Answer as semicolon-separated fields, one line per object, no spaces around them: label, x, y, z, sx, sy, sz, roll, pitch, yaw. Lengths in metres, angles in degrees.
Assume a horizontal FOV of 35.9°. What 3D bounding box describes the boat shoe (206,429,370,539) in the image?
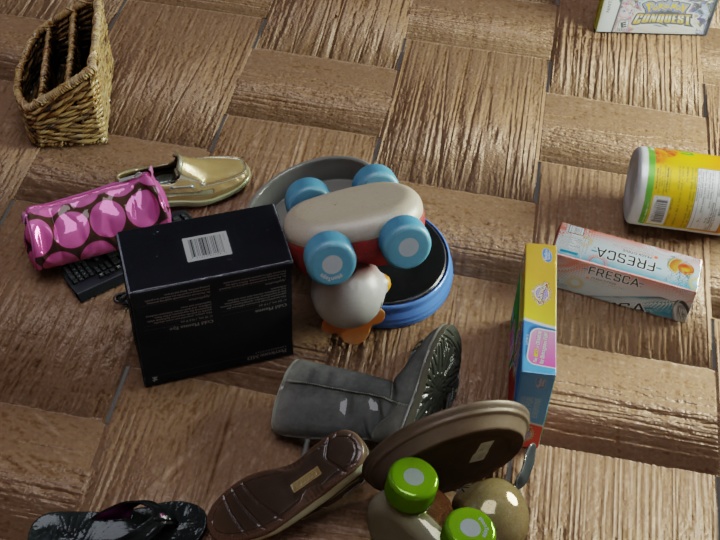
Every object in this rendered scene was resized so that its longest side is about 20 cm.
boat shoe;-0.074;0.258;1.264;0.201;0.075;0.075;-26;60;4

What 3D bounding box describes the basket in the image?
basket;-0.454;-0.305;1.678;0.141;0.150;0.201;-2;50;-5

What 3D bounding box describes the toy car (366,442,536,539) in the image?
toy car;0.120;0.265;1.217;0.158;0.165;0.199;39;48;27

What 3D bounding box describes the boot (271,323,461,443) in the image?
boot;0.007;0.133;1.331;0.199;0.073;0.183;5;54;37

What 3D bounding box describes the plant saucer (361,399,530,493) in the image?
plant saucer;0.099;0.204;1.234;0.198;0.201;0.030;-12;58;-14

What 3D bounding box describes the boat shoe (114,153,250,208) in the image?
boat shoe;-0.252;-0.133;1.587;0.198;0.077;0.072;-18;52;-18

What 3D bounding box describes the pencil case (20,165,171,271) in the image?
pencil case;-0.358;-0.070;1.500;0.198;0.094;0.091;-19;30;-10

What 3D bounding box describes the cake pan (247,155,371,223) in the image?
cake pan;-0.062;-0.084;1.540;0.198;0.037;0.201;-12;39;10

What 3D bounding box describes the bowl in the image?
bowl;0.029;-0.011;1.522;0.199;0.040;0.202;2;49;-2

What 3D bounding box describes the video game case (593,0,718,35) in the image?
video game case;0.504;-0.473;1.856;0.198;0.182;0.026;2;50;-2

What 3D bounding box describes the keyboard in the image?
keyboard;-0.299;-0.011;1.517;0.199;0.021;0.127;-28;56;-24

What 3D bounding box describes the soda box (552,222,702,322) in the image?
soda box;0.355;0.002;1.509;0.198;0.069;0.064;16;50;12

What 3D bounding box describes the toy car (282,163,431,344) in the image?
toy car;0.000;0.000;1.397;0.175;0.202;0.185;-12;31;-8

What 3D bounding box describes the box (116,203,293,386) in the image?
box;-0.189;0.031;1.378;0.198;0.183;0.105;-11;49;-13

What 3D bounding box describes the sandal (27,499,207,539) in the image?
sandal;-0.270;0.290;1.236;0.198;0.048;0.076;-5;49;-6

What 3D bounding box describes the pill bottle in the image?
pill bottle;0.484;-0.110;1.585;0.198;0.112;0.112;8;49;4

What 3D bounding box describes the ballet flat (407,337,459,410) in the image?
ballet flat;0.085;0.147;1.368;0.071;0.072;0.201;10;49;6

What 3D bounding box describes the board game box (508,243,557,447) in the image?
board game box;0.211;0.091;1.368;0.040;0.154;0.201;6;48;4
